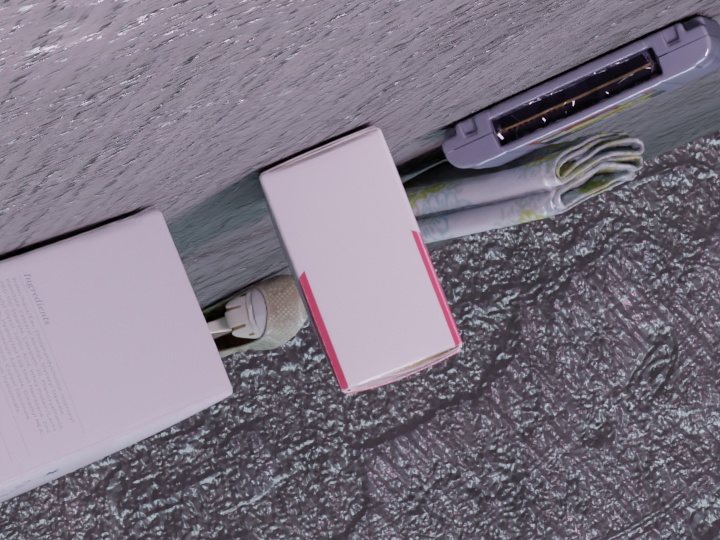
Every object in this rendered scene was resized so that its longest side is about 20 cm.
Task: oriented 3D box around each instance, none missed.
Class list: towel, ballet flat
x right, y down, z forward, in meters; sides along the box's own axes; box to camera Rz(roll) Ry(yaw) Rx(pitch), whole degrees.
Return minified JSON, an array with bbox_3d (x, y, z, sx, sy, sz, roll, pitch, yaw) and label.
[{"bbox_3d":[0.098,-0.062,1.971,0.199,0.049,0.171,-12,-175,30],"label":"towel"},{"bbox_3d":[-0.121,0.055,2.609,0.062,0.068,0.200,-9,169,-36],"label":"ballet flat"}]

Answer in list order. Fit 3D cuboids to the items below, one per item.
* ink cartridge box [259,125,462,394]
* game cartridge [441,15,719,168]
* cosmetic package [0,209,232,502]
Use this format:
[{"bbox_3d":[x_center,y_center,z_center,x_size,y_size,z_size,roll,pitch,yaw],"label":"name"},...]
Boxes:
[{"bbox_3d":[0.000,0.000,1.645,0.082,0.147,0.200,-22,177,-2],"label":"ink cartridge box"},{"bbox_3d":[0.161,-0.122,1.826,0.199,0.041,0.133,-24,-179,15],"label":"game cartridge"},{"bbox_3d":[-0.218,0.071,1.496,0.199,0.124,0.199,-22,178,-43],"label":"cosmetic package"}]
